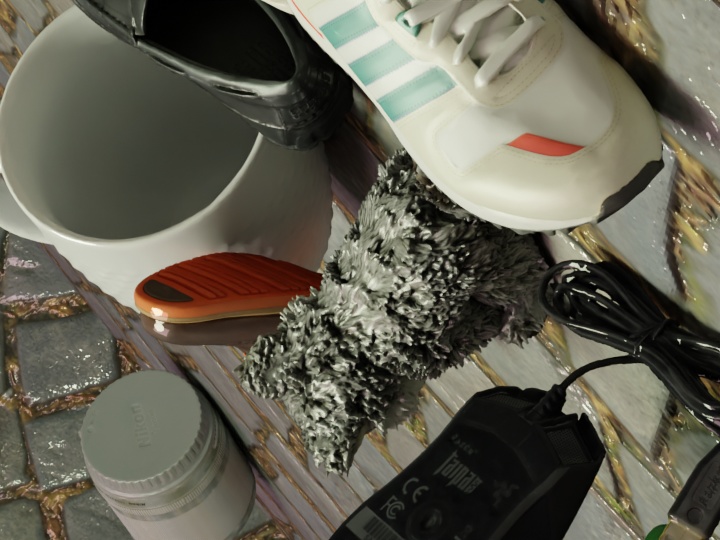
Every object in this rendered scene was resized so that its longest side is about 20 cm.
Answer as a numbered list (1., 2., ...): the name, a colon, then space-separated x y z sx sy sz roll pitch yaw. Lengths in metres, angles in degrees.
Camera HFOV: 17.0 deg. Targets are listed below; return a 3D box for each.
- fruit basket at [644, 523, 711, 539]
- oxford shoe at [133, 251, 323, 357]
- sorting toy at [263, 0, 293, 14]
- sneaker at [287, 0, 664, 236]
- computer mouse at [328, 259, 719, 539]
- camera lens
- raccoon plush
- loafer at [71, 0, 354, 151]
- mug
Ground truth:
1. fruit basket: 0.131 0.148 1.007 0.185 0.094 0.200 24 180 -33
2. oxford shoe: -0.029 0.034 1.171 0.199 0.073 0.071 2 -164 -42
3. sorting toy: -0.093 -0.173 1.033 0.180 0.107 0.200 34 -179 -34
4. sneaker: 0.021 -0.091 0.819 0.200 0.070 0.093 47 175 37
5. computer mouse: 0.075 0.098 0.934 0.140 0.200 0.046 30 166 46
6. camera lens: -0.216 0.224 2.719 0.160 0.160 0.200 43 167 35
7. raccoon plush: 0.000 0.000 1.050 0.097 0.134 0.200 45 169 33
8. loafer: -0.085 -0.132 1.142 0.200 0.068 0.070 38 174 24
9. mug: -0.112 -0.045 1.256 0.199 0.149 0.175 -1 157 17
